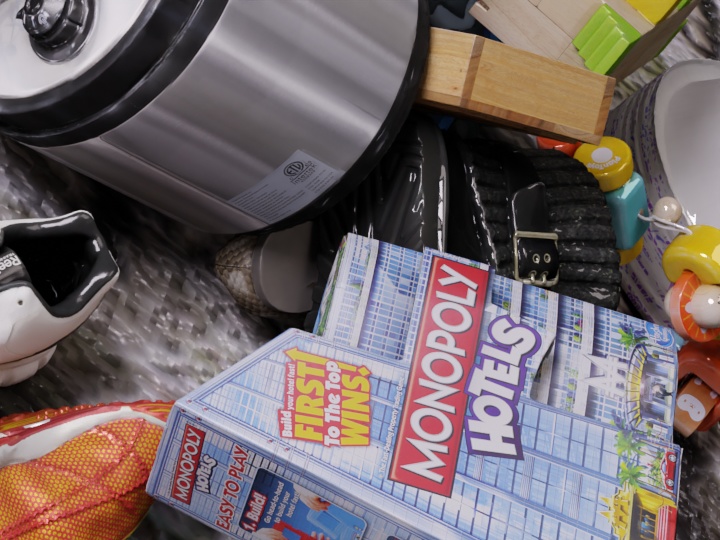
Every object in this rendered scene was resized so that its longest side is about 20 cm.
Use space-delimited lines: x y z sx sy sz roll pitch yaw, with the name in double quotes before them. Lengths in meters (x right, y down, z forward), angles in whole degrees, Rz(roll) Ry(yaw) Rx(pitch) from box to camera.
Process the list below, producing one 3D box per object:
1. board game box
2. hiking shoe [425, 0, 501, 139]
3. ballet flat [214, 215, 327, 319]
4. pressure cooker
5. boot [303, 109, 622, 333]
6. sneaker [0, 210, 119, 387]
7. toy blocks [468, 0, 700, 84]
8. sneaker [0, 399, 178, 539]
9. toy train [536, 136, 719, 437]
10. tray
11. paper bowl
"board game box" 0.025 0.062 0.951 0.199 0.062 0.200 17 44 -5
"hiking shoe" 0.065 -0.121 1.315 0.200 0.074 0.087 -39 101 -45
"ballet flat" 0.000 0.000 1.157 0.200 0.046 0.068 0 90 -51
"pressure cooker" -0.087 -0.122 1.023 0.178 0.176 0.200 25 0 44
"boot" 0.050 0.032 1.119 0.158 0.079 0.212 18 76 -49
"sneaker" -0.175 0.015 0.917 0.200 0.080 0.074 -22 80 -52
"toy blocks" 0.099 -0.160 1.239 0.137 0.100 0.200 42 24 6
"sneaker" -0.125 0.094 0.935 0.200 0.073 0.077 -17 96 -49
"toy train" 0.141 0.015 1.248 0.200 0.150 0.056 43 61 -3
"tray" 0.014 -0.099 1.140 0.098 0.200 0.037 11 93 -44
"paper bowl" 0.233 -0.035 1.396 0.200 0.104 0.201 27 44 -30
